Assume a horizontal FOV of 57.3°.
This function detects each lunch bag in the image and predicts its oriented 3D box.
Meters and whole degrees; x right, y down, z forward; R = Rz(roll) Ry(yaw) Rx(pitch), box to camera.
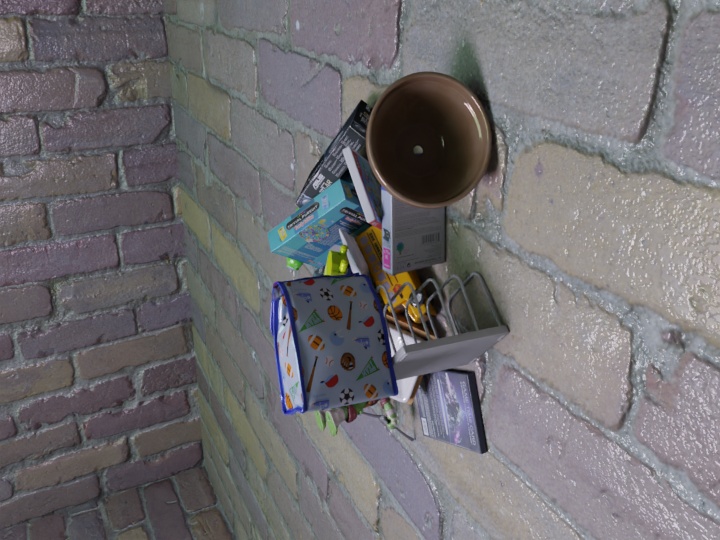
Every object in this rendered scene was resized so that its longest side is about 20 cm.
[{"bbox_3d":[-0.048,0.109,1.028,0.123,0.166,0.206,-25,72,60],"label":"lunch bag"}]

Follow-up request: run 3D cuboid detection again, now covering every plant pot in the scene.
[{"bbox_3d":[0.100,-0.198,1.037,0.093,0.195,0.207,180,79,-83],"label":"plant pot"}]

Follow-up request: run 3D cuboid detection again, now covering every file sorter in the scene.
[{"bbox_3d":[0.115,0.090,1.096,0.139,0.195,0.127,125,132,-55],"label":"file sorter"}]

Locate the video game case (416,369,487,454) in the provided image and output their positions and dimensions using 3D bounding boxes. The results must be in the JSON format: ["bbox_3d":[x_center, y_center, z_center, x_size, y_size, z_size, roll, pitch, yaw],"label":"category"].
[{"bbox_3d":[0.164,0.259,1.255,0.199,0.019,0.147,-7,93,63],"label":"video game case"}]

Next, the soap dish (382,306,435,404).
[{"bbox_3d":[0.039,0.148,1.282,0.196,0.081,0.161,23,117,11],"label":"soap dish"}]

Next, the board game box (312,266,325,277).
[{"bbox_3d":[-0.082,-0.047,1.516,0.202,0.027,0.137,-81,5,-49],"label":"board game box"}]

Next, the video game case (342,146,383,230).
[{"bbox_3d":[0.033,-0.134,1.221,0.017,0.199,0.146,-24,73,18],"label":"video game case"}]

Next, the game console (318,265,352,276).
[{"bbox_3d":[-0.051,0.095,1.457,0.118,0.199,0.175,-30,88,37],"label":"game console"}]

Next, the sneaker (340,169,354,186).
[{"bbox_3d":[-0.007,-0.140,1.360,0.200,0.077,0.134,-103,6,-75],"label":"sneaker"}]

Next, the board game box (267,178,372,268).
[{"bbox_3d":[-0.061,-0.086,1.286,0.198,0.150,0.048,-32,61,28],"label":"board game box"}]

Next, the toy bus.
[{"bbox_3d":[0.067,0.010,1.255,0.077,0.065,0.203,-32,70,16],"label":"toy bus"}]

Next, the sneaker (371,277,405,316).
[{"bbox_3d":[0.050,0.007,1.350,0.081,0.073,0.205,112,143,-69],"label":"sneaker"}]

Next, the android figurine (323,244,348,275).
[{"bbox_3d":[-0.053,0.049,1.240,0.184,0.040,0.204,-94,17,-57],"label":"android figurine"}]

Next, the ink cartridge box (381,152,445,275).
[{"bbox_3d":[0.093,-0.103,1.148,0.042,0.117,0.206,28,124,54],"label":"ink cartridge box"}]

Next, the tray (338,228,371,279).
[{"bbox_3d":[0.000,0.000,1.305,0.201,0.022,0.109,73,172,-65],"label":"tray"}]

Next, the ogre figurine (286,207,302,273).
[{"bbox_3d":[-0.136,-0.078,1.511,0.200,0.097,0.121,-52,10,53],"label":"ogre figurine"}]

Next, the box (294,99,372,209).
[{"bbox_3d":[-0.047,-0.222,1.300,0.201,0.043,0.161,-50,13,30],"label":"box"}]

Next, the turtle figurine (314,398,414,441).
[{"bbox_3d":[0.010,0.313,1.399,0.144,0.190,0.204,45,141,45],"label":"turtle figurine"}]
